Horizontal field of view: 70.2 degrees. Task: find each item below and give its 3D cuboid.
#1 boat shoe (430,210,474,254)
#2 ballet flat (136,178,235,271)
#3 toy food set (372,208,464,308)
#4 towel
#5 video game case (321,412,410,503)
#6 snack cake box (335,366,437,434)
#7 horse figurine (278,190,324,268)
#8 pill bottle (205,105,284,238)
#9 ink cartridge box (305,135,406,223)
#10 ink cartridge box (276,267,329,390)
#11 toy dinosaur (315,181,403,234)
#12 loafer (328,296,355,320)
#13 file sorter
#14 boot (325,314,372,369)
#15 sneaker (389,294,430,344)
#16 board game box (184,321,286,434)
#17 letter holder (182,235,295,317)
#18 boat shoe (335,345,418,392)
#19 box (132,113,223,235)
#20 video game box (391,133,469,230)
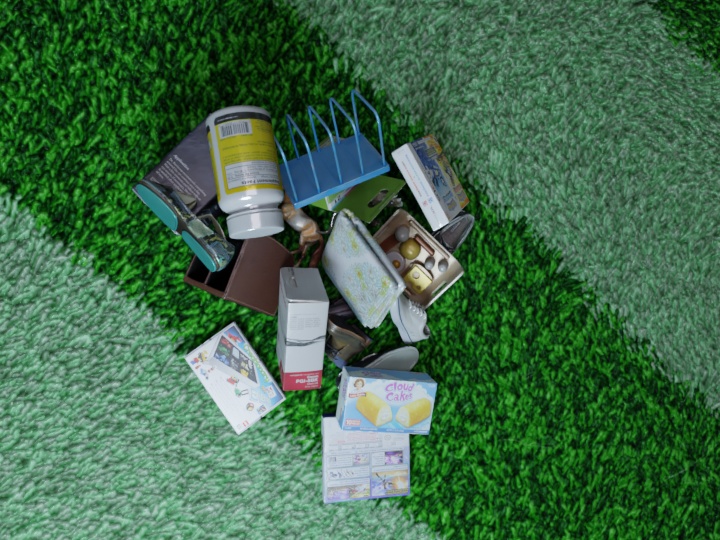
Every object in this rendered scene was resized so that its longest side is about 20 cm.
[{"bbox_3d":[0.184,-0.061,1.173,0.072,0.071,0.201,38,85,-10],"label":"boat shoe"},{"bbox_3d":[-0.294,-0.088,0.884,0.074,0.074,0.201,-42,97,-9],"label":"ballet flat"},{"bbox_3d":[0.108,-0.018,1.127,0.200,0.060,0.144,43,112,-4],"label":"toy food set"},{"bbox_3d":[0.000,0.000,1.027,0.048,0.172,0.201,-25,70,-33],"label":"towel"},{"bbox_3d":[0.012,0.409,1.144,0.196,0.045,0.185,0,88,-12],"label":"video game case"},{"bbox_3d":[0.054,0.275,1.087,0.196,0.067,0.117,7,97,-16],"label":"snack cake box"},{"bbox_3d":[-0.143,-0.091,1.117,0.133,0.050,0.200,-44,98,-9],"label":"horse figurine"},{"bbox_3d":[-0.192,-0.162,0.872,0.112,0.114,0.204,-9,88,-12],"label":"pill bottle"},{"bbox_3d":[-0.025,-0.193,1.052,0.148,0.198,0.077,-48,142,-30],"label":"ink cartridge box"},{"bbox_3d":[-0.120,0.114,1.032,0.081,0.147,0.203,0,117,-15],"label":"ink cartridge box"},{"bbox_3d":[-0.009,-0.138,1.112,0.196,0.103,0.078,-12,55,-3],"label":"toy dinosaur"},{"bbox_3d":[-0.011,0.070,1.133,0.197,0.072,0.064,-11,74,-26],"label":"loafer"},{"bbox_3d":[-0.067,-0.236,0.967,0.197,0.139,0.124,-24,136,-10],"label":"file sorter"},{"bbox_3d":[-0.042,0.157,1.073,0.075,0.200,0.097,40,91,27],"label":"boot"},{"bbox_3d":[0.105,0.089,1.108,0.070,0.201,0.074,-15,53,10],"label":"sneaker"},{"bbox_3d":[-0.265,0.228,1.094,0.125,0.035,0.202,-34,96,-10],"label":"board game box"},{"bbox_3d":[-0.227,-0.007,1.012,0.099,0.200,0.144,19,83,21],"label":"letter holder"},{"bbox_3d":[0.035,0.216,1.144,0.197,0.060,0.077,-21,113,-13],"label":"boat shoe"},{"bbox_3d":[-0.315,-0.171,1.008,0.117,0.197,0.200,45,81,-7],"label":"box"},{"bbox_3d":[0.159,-0.199,1.119,0.046,0.200,0.184,-24,98,30],"label":"video game box"}]
